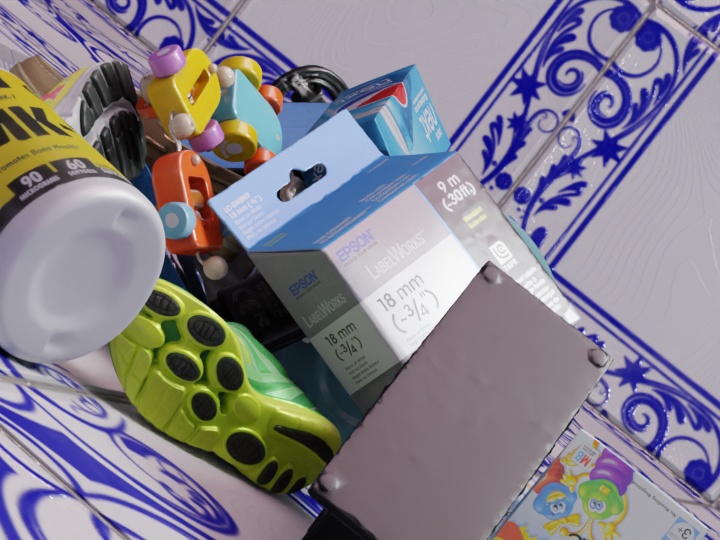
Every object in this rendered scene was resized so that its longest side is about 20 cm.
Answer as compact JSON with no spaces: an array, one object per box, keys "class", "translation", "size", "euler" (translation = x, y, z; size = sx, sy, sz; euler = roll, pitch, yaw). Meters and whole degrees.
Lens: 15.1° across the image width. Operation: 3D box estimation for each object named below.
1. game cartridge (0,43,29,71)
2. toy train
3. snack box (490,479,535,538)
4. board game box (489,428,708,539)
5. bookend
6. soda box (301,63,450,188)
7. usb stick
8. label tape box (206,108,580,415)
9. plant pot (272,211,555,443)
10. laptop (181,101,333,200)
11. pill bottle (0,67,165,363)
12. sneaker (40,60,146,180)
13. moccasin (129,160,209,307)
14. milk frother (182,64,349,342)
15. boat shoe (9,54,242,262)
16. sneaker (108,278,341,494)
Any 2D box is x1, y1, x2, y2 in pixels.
[{"class":"game cartridge","translation":[-0.295,-0.139,2.021],"size":[0.129,0.038,0.200],"euler":[29,14,-21]},{"class":"toy train","translation":[-0.100,-0.067,1.733],"size":[0.200,0.055,0.151],"euler":[-11,85,-68]},{"class":"snack box","translation":[0.121,0.191,2.021],"size":[0.200,0.053,0.142],"euler":[42,7,37]},{"class":"board game box","translation":[0.148,0.185,1.747],"size":[0.105,0.103,0.200],"euler":[38,-7,9]},{"class":"bookend","translation":[0.022,0.130,1.510],"size":[0.092,0.199,0.200],"euler":[38,-39,2]},{"class":"soda box","translation":[0.010,-0.085,1.873],"size":[0.200,0.064,0.068],"euler":[-60,128,-73]},{"class":"usb stick","translation":[0.000,0.000,1.749],"size":[0.056,0.200,0.033],"euler":[59,-17,22]},{"class":"label tape box","translation":[0.022,-0.005,1.677],"size":[0.144,0.063,0.200],"euler":[-37,89,-41]},{"class":"plant pot","translation":[0.027,0.055,1.850],"size":[0.200,0.201,0.161],"euler":[38,19,4]},{"class":"laptop","translation":[-0.099,-0.097,1.971],"size":[0.187,0.116,0.200],"euler":[1,-13,9]},{"class":"pill bottle","translation":[-0.207,-0.046,1.511],"size":[0.200,0.114,0.114],"euler":[41,6,38]},{"class":"sneaker","translation":[-0.201,-0.076,1.683],"size":[0.200,0.090,0.078],"euler":[-46,127,-58]},{"class":"moccasin","translation":[-0.143,0.004,1.733],"size":[0.068,0.080,0.200],"euler":[59,9,-56]},{"class":"milk frother","translation":[-0.059,-0.050,2.078],"size":[0.188,0.200,0.180],"euler":[42,9,39]},{"class":"boat shoe","translation":[-0.148,-0.089,1.834],"size":[0.200,0.065,0.071],"euler":[38,5,4]},{"class":"sneaker","translation":[-0.091,0.064,1.592],"size":[0.200,0.074,0.084],"euler":[46,0,-45]}]
